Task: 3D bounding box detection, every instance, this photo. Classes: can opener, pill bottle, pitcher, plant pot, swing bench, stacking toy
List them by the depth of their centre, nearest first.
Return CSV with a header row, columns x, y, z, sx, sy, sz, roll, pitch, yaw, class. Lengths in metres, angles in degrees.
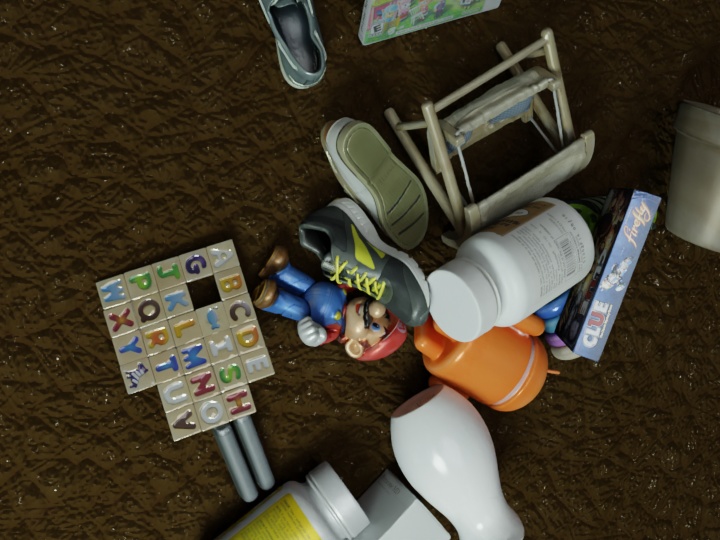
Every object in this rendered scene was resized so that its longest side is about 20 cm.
x,y,z,sx,sy,sz,roll,pitch,yaw,class
0.175,0.000,1.006,0.199,0.114,0.116,-28,106,-32,pill bottle
-0.158,0.186,1.029,0.052,0.066,0.203,-29,113,-25,can opener
-0.093,0.333,1.037,0.199,0.114,0.115,-36,107,-11,pill bottle
0.170,-0.158,1.060,0.197,0.129,0.202,-32,106,-14,swing bench
0.118,0.250,1.091,0.120,0.172,0.202,-30,93,-4,pitcher
0.248,0.019,1.144,0.085,0.085,0.201,-38,102,-11,stacking toy
0.509,-0.123,1.172,0.197,0.200,0.176,7,112,-20,plant pot

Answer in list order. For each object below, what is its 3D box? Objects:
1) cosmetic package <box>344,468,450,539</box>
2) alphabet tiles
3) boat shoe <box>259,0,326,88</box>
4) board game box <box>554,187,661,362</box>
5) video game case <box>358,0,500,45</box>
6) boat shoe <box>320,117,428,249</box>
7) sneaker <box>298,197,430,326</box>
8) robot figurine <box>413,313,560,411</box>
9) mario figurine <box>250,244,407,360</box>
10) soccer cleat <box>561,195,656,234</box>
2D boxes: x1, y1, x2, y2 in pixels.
x,y,z,sx,sy,sz,roll,pitch,yaw,class
0.007,0.366,1.081,0.200,0.113,0.081,-47,109,-10,cosmetic package
-0.197,0.083,0.977,0.165,0.008,0.203,-18,82,-11,alphabet tiles
-0.083,-0.314,0.983,0.072,0.062,0.203,-18,102,-13,boat shoe
0.298,0.000,1.039,0.034,0.136,0.203,20,96,2,board game box
0.100,-0.352,0.991,0.197,0.183,0.022,-20,70,-16,video game case
0.020,-0.110,1.044,0.075,0.068,0.201,-45,130,-14,boat shoe
0.000,0.000,0.999,0.084,0.200,0.075,-22,145,-35,sneaker
0.159,0.108,1.100,0.198,0.116,0.145,31,84,-20,robot figurine
-0.025,0.037,1.029,0.198,0.106,0.125,25,87,-19,mario figurine
0.308,-0.069,1.145,0.197,0.081,0.069,-7,106,-22,soccer cleat
